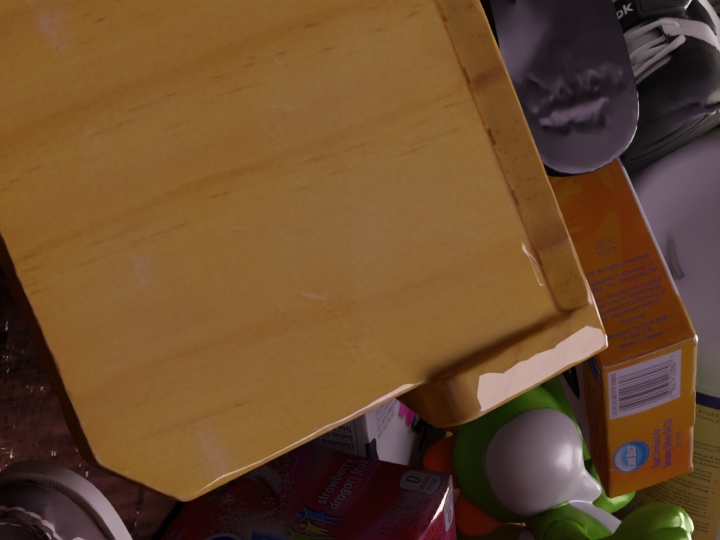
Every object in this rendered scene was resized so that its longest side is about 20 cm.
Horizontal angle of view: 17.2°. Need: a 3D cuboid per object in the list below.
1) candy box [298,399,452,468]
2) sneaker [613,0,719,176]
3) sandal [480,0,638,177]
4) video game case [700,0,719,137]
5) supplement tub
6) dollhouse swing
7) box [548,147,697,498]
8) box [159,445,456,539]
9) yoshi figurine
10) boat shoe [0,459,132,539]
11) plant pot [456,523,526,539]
[{"bbox_3d":[0.000,0.000,0.983,0.137,0.061,0.201,-58,151,-45],"label":"candy box"},{"bbox_3d":[0.127,-0.100,1.077,0.089,0.074,0.200,59,14,-7],"label":"sneaker"},{"bbox_3d":[0.056,-0.132,0.814,0.075,0.045,0.201,-21,92,-28],"label":"sandal"},{"bbox_3d":[0.182,-0.114,1.240,0.022,0.199,0.183,47,49,-25],"label":"video game case"},{"bbox_3d":[0.174,0.051,1.116,0.201,0.144,0.146,89,22,-50],"label":"supplement tub"},{"bbox_3d":[-0.039,-0.037,0.800,0.182,0.175,0.201,-156,-137,-80],"label":"dollhouse swing"},{"bbox_3d":[0.075,-0.027,0.903,0.119,0.041,0.201,76,-7,-61],"label":"box"},{"bbox_3d":[-0.040,0.163,0.899,0.200,0.099,0.096,-56,149,-48],"label":"box"},{"bbox_3d":[0.107,0.104,0.993,0.112,0.112,0.201,-20,87,-47],"label":"yoshi figurine"},{"bbox_3d":[-0.107,0.160,0.769,0.060,0.071,0.201,-41,140,-57],"label":"boat shoe"},{"bbox_3d":[0.078,0.222,1.128,0.195,0.194,0.201,-64,145,-35],"label":"plant pot"}]
